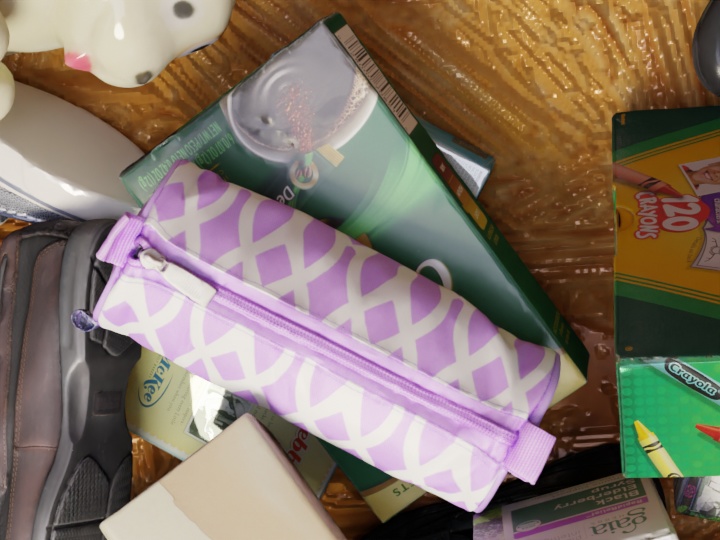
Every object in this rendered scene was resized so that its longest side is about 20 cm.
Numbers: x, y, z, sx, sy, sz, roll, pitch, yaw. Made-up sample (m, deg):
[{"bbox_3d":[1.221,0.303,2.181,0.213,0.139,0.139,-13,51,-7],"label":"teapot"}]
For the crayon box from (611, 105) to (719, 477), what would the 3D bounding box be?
[{"bbox_3d":[0.163,0.001,0.682,0.117,0.201,0.059,-3,121,10],"label":"crayon box"}]

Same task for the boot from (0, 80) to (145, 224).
[{"bbox_3d":[-0.193,-0.045,0.808,0.199,0.073,0.091,27,119,5],"label":"boot"}]

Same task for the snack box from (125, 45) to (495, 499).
[{"bbox_3d":[-0.031,0.009,0.802,0.115,0.037,0.201,28,106,2],"label":"snack box"}]

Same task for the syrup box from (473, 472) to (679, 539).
[{"bbox_3d":[0.109,0.191,0.675,0.078,0.081,0.202,-16,99,5],"label":"syrup box"}]

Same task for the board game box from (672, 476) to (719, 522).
[{"bbox_3d":[0.232,0.075,0.689,0.198,0.200,0.062,10,105,6],"label":"board game box"}]

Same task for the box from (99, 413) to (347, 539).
[{"bbox_3d":[-0.015,0.165,0.693,0.077,0.095,0.201,-36,81,-4],"label":"box"}]

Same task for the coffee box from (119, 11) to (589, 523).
[{"bbox_3d":[0.000,0.000,0.752,0.122,0.044,0.201,-34,97,14],"label":"coffee box"}]

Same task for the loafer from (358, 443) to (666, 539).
[{"bbox_3d":[0.053,0.144,0.801,0.199,0.070,0.069,-27,97,14],"label":"loafer"}]

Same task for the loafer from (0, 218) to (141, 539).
[{"bbox_3d":[-0.141,0.076,0.753,0.062,0.072,0.202,3,83,23],"label":"loafer"}]

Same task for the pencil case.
[{"bbox_3d":[-0.014,0.026,0.693,0.198,0.086,0.085,25,84,0],"label":"pencil case"}]

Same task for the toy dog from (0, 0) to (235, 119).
[{"bbox_3d":[-0.147,-0.154,0.746,0.198,0.195,0.140,25,149,3],"label":"toy dog"}]

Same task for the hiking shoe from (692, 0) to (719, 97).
[{"bbox_3d":[0.233,-0.123,0.695,0.198,0.101,0.076,-22,98,13],"label":"hiking shoe"}]
